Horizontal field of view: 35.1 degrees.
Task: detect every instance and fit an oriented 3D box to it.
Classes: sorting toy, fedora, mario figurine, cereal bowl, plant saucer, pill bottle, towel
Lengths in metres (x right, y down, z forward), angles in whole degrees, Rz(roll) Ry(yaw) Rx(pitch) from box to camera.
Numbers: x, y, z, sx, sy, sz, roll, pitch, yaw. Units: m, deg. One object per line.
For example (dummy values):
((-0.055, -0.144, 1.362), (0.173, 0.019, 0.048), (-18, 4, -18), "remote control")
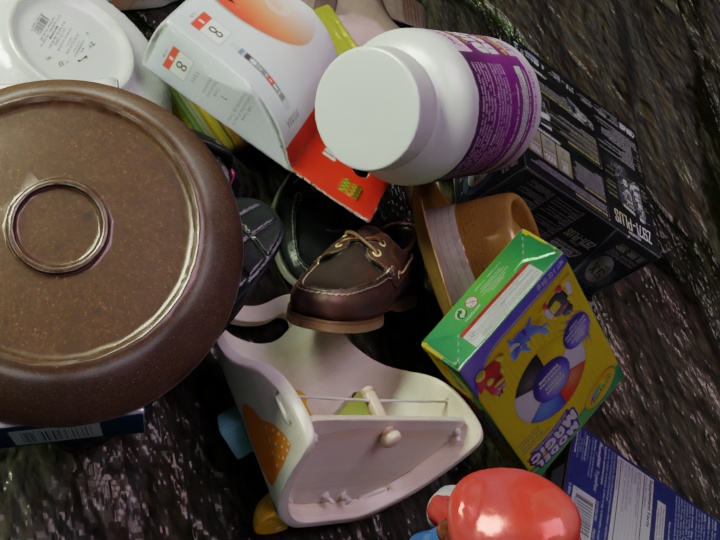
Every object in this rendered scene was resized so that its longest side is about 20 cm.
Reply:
((-0.042, 0.078, 0.796), (0.199, 0.107, 0.181), (11, 39, -52), "sorting toy")
((0.107, -0.004, 0.917), (0.200, 0.081, 0.203), (-20, 90, -76), "fedora")
((0.075, 0.196, 0.723), (0.105, 0.200, 0.124), (-17, 71, -43), "mario figurine")
((-0.220, -0.138, 0.816), (0.198, 0.083, 0.202), (20, 50, -26), "cereal bowl")
((-0.161, -0.019, 0.610), (0.198, 0.035, 0.203), (3, 70, -9), "plant saucer")
((0.051, -0.121, 0.842), (0.113, 0.112, 0.199), (56, 28, 10), "pill bottle")
((-0.079, -0.158, 0.961), (0.199, 0.018, 0.087), (-31, 85, -33), "towel")

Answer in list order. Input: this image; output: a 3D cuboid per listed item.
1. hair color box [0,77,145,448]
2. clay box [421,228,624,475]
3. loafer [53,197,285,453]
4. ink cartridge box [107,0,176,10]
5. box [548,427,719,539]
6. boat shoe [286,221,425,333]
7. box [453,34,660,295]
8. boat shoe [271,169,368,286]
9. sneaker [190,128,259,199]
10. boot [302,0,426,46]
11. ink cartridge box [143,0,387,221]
((-0.180, -0.005, 0.652), (0.099, 0.061, 0.202), (-4, 73, -12), "hair color box")
((0.133, 0.075, 0.862), (0.047, 0.115, 0.200), (33, -13, 44), "clay box")
((-0.127, 0.033, 0.720), (0.200, 0.072, 0.073), (-42, 71, -15), "loafer")
((-0.189, -0.308, 0.999), (0.199, 0.050, 0.163), (-19, 73, -53), "ink cartridge box")
((0.238, 0.229, 0.950), (0.199, 0.032, 0.122), (34, 45, -12), "box")
((0.000, 0.000, 0.853), (0.070, 0.071, 0.200), (14, 12, 15), "boat shoe")
((0.181, -0.096, 1.078), (0.199, 0.086, 0.165), (27, 46, -35), "box")
((-0.020, -0.071, 0.937), (0.074, 0.066, 0.200), (32, 45, -14), "boat shoe")
((-0.118, -0.058, 0.794), (0.087, 0.074, 0.200), (26, 0, 27), "sneaker")
((-0.002, -0.204, 1.056), (0.145, 0.070, 0.202), (10, 54, -25), "boot")
((-0.047, -0.143, 0.867), (0.199, 0.050, 0.163), (33, 34, -5), "ink cartridge box")
